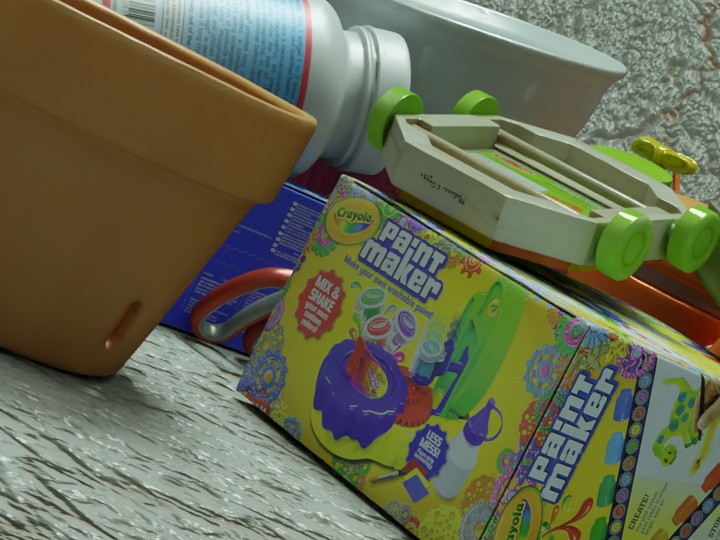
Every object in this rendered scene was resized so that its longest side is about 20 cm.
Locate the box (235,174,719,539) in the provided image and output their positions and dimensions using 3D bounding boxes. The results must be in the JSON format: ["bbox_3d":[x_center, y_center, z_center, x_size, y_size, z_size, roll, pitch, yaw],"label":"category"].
[{"bbox_3d":[0.084,0.067,1.075,0.192,0.123,0.200,23,7,-39],"label":"box"}]

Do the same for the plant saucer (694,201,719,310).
[{"bbox_3d":[0.227,0.054,1.163,0.201,0.031,0.200,54,7,-10],"label":"plant saucer"}]

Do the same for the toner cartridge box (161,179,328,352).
[{"bbox_3d":[-0.069,-0.010,1.235,0.199,0.096,0.043,23,5,-44],"label":"toner cartridge box"}]

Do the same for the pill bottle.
[{"bbox_3d":[-0.078,-0.111,1.266,0.198,0.110,0.109,10,10,-19],"label":"pill bottle"}]

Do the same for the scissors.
[{"bbox_3d":[0.000,0.000,1.170,0.073,0.199,0.014,36,39,-38],"label":"scissors"}]

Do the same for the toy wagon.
[{"bbox_3d":[0.102,-0.042,1.120,0.155,0.040,0.199,31,20,32],"label":"toy wagon"}]

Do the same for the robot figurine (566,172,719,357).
[{"bbox_3d":[0.165,0.042,1.316,0.116,0.201,0.144,26,4,5],"label":"robot figurine"}]

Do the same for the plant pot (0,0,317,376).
[{"bbox_3d":[-0.137,-0.047,0.978,0.199,0.141,0.200,27,4,-2],"label":"plant pot"}]

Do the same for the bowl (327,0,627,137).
[{"bbox_3d":[0.057,-0.115,1.401,0.199,0.091,0.201,17,12,-4],"label":"bowl"}]

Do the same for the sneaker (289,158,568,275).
[{"bbox_3d":[0.045,-0.036,1.412,0.199,0.082,0.088,23,14,-9],"label":"sneaker"}]
